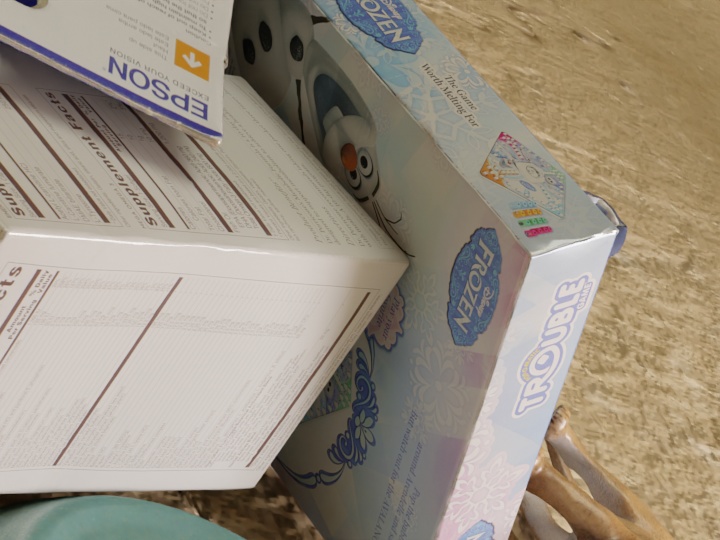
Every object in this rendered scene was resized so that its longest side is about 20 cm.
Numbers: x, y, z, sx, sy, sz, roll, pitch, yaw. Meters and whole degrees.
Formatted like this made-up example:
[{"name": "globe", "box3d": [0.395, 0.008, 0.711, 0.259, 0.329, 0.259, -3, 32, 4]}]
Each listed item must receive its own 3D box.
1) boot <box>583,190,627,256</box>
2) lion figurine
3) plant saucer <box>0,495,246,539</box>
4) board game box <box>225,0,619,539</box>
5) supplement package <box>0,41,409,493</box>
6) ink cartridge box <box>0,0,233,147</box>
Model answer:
[{"name": "boot", "box3d": [0.036, 0.000, 1.211, 0.073, 0.090, 0.200, 46, 25, 24]}, {"name": "lion figurine", "box3d": [0.100, 0.121, 1.091, 0.122, 0.072, 0.200, 44, 19, 2]}, {"name": "plant saucer", "box3d": [-0.053, 0.135, 0.895, 0.200, 0.036, 0.200, 28, 23, -13]}, {"name": "board game box", "box3d": [0.000, 0.000, 1.025, 0.043, 0.200, 0.199, -14, 49, -30]}, {"name": "supplement package", "box3d": [-0.102, -0.001, 0.922, 0.200, 0.114, 0.110, 5, 36, -52]}, {"name": "ink cartridge box", "box3d": [-0.130, -0.141, 0.928, 0.199, 0.041, 0.200, 27, 42, -23]}]
